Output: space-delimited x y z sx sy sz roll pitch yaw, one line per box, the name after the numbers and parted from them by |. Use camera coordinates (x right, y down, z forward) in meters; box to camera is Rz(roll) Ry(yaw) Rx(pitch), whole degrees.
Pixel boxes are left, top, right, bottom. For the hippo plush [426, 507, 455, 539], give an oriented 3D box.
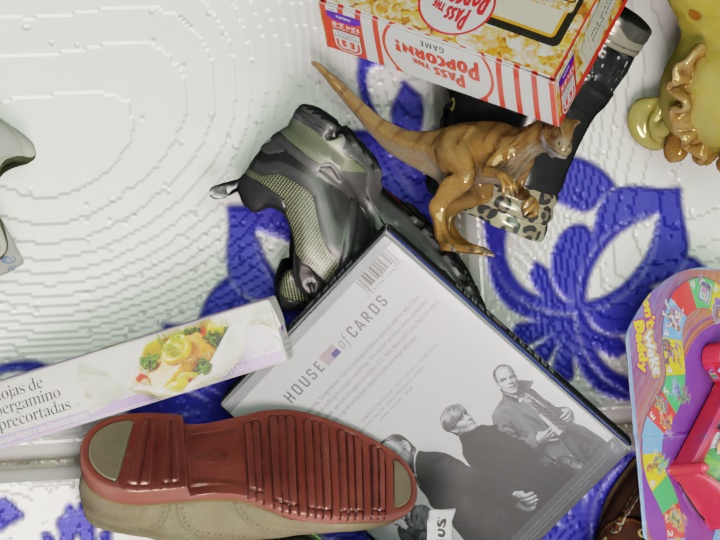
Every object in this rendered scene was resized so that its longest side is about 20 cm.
0.101 0.246 1.557 0.160 0.159 0.201 16 113 19 | hippo plush

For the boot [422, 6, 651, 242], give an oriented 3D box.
0.059 -0.124 1.657 0.203 0.073 0.155 27 104 18 | boot

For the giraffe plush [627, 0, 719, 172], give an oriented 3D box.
0.240 -0.144 1.675 0.199 0.172 0.163 -4 102 -18 | giraffe plush

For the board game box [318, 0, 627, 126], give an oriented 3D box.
0.087 -0.194 1.578 0.151 0.046 0.201 21 63 19 | board game box

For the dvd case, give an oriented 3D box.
0.039 0.090 1.623 0.200 0.025 0.150 42 105 -10 | dvd case

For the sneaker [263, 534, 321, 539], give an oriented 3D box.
-0.098 0.216 1.586 0.199 0.084 0.077 -28 93 -18 | sneaker

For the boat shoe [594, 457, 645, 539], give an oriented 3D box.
0.169 0.190 1.661 0.070 0.070 0.201 30 78 -8 | boat shoe

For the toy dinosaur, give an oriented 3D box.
0.057 -0.064 1.612 0.060 0.199 0.107 5 91 -49 | toy dinosaur

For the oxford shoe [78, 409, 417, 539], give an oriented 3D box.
-0.068 0.128 1.605 0.198 0.075 0.071 8 51 -6 | oxford shoe

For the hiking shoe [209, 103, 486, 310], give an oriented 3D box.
0.000 0.000 1.647 0.101 0.076 0.200 -39 96 6 | hiking shoe

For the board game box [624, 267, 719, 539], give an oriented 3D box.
0.230 0.096 1.658 0.157 0.039 0.202 1 82 -45 | board game box

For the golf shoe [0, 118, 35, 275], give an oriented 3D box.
-0.244 -0.001 1.582 0.097 0.078 0.201 16 82 -17 | golf shoe

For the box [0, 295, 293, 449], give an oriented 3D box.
-0.138 0.062 1.585 0.199 0.041 0.039 -17 90 5 | box
